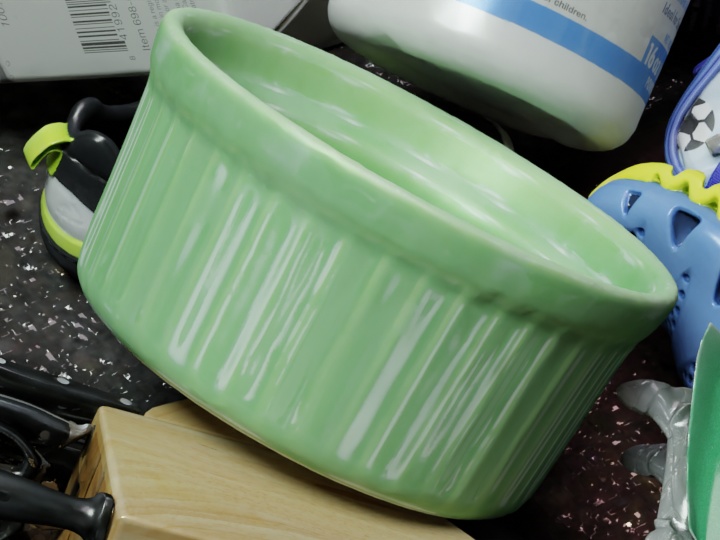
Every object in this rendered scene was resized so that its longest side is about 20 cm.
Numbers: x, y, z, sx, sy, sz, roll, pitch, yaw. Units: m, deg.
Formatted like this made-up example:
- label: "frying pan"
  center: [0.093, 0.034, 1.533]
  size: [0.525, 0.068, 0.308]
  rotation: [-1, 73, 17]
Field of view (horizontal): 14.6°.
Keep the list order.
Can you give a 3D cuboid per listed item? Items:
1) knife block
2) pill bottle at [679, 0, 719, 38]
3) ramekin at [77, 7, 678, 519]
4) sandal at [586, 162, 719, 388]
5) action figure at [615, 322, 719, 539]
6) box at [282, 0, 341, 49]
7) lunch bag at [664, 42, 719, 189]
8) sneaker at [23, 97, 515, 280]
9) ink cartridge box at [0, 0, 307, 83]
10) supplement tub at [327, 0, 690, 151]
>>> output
- label: "knife block"
  center: [-0.060, 0.099, 0.892]
  size: [0.200, 0.064, 0.175]
  rotation: [34, 25, 24]
- label: "pill bottle"
  center: [0.167, -0.153, 1.200]
  size: [0.199, 0.112, 0.112]
  rotation: [13, 44, 4]
- label: "ramekin"
  center: [0.000, 0.000, 0.969]
  size: [0.199, 0.098, 0.200]
  rotation: [28, 12, -6]
- label: "sandal"
  center: [0.147, 0.038, 1.017]
  size: [0.087, 0.080, 0.200]
  rotation: [-45, 61, -6]
- label: "action figure"
  center: [0.105, 0.132, 0.915]
  size: [0.054, 0.118, 0.201]
  rotation: [-4, 52, 8]
- label: "box"
  center: [-0.047, -0.197, 1.215]
  size: [0.127, 0.109, 0.200]
  rotation: [-19, 50, -26]
- label: "lunch bag"
  center: [0.215, -0.074, 1.090]
  size: [0.160, 0.076, 0.200]
  rotation: [36, 91, 23]
- label: "sneaker"
  center: [-0.028, -0.041, 1.074]
  size: [0.199, 0.083, 0.072]
  rotation: [-10, 47, -19]
- label: "ink cartridge box"
  center: [-0.131, -0.151, 1.076]
  size: [0.199, 0.146, 0.085]
  rotation: [-1, 30, 28]
- label: "supplement tub"
  center: [0.081, -0.160, 1.091]
  size: [0.131, 0.132, 0.201]
  rotation: [23, 88, 15]
